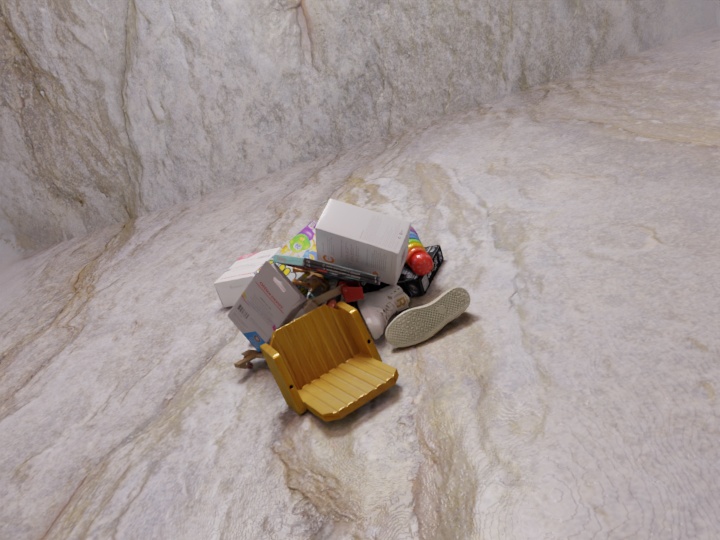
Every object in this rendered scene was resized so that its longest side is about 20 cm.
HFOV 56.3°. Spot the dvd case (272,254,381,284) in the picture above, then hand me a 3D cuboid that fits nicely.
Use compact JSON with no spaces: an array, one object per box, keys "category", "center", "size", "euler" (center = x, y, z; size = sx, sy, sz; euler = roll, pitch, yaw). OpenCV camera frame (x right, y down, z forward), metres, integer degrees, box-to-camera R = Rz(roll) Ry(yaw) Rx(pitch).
[{"category":"dvd case","center":[-0.074,-0.002,1.468],"size":[0.198,0.022,0.145],"euler":[16,-4,-32]}]

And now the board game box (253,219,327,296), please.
[{"category":"board game box","center":[-0.149,-0.008,1.692],"size":[0.200,0.105,0.103],"euler":[-42,62,-4]}]

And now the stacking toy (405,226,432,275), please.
[{"category":"stacking toy","center":[0.125,-0.047,1.644],"size":[0.084,0.086,0.200],"euler":[-20,25,-5]}]

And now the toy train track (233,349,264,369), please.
[{"category":"toy train track","center":[-0.197,0.184,1.540],"size":[0.199,0.033,0.114],"euler":[-27,14,-36]}]

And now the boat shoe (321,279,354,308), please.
[{"category":"boat shoe","center":[-0.037,0.068,1.628],"size":[0.062,0.072,0.200],"euler":[-1,23,17]}]

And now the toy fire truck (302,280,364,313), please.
[{"category":"toy fire truck","center":[-0.087,0.108,1.462],"size":[0.197,0.143,0.049],"euler":[-11,19,-10]}]

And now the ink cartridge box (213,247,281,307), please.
[{"category":"ink cartridge box","center":[-0.316,0.019,1.969],"size":[0.145,0.084,0.200],"euler":[-10,22,21]}]

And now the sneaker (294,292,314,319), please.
[{"category":"sneaker","center":[-0.191,0.106,1.631],"size":[0.197,0.094,0.070],"euler":[-15,21,10]}]

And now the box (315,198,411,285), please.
[{"category":"box","center":[0.005,-0.064,1.537],"size":[0.198,0.125,0.098],"euler":[18,56,11]}]

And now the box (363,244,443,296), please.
[{"category":"box","center":[0.109,0.005,1.695],"size":[0.158,0.044,0.200],"euler":[-9,23,26]}]

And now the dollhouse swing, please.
[{"category":"dollhouse swing","center":[-0.055,0.166,1.284],"size":[0.199,0.183,0.176],"euler":[-27,2,-22]}]

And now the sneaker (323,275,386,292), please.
[{"category":"sneaker","center":[0.000,0.000,1.608],"size":[0.197,0.079,0.089],"euler":[-1,32,12]}]

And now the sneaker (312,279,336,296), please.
[{"category":"sneaker","center":[-0.086,0.013,1.773],"size":[0.199,0.076,0.088],"euler":[-33,6,-36]}]

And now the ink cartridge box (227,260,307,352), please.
[{"category":"ink cartridge box","center":[-0.196,0.070,1.476],"size":[0.200,0.115,0.068],"euler":[-50,-11,35]}]

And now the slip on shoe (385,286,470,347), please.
[{"category":"slip on shoe","center":[0.141,0.102,1.415],"size":[0.199,0.075,0.061],"euler":[-30,-12,-11]}]

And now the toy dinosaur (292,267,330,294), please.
[{"category":"toy dinosaur","center":[-0.110,0.017,1.571],"size":[0.105,0.061,0.200],"euler":[8,-6,7]}]

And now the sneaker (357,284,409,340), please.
[{"category":"sneaker","center":[0.057,0.082,1.509],"size":[0.114,0.074,0.200],"euler":[-21,20,2]}]
